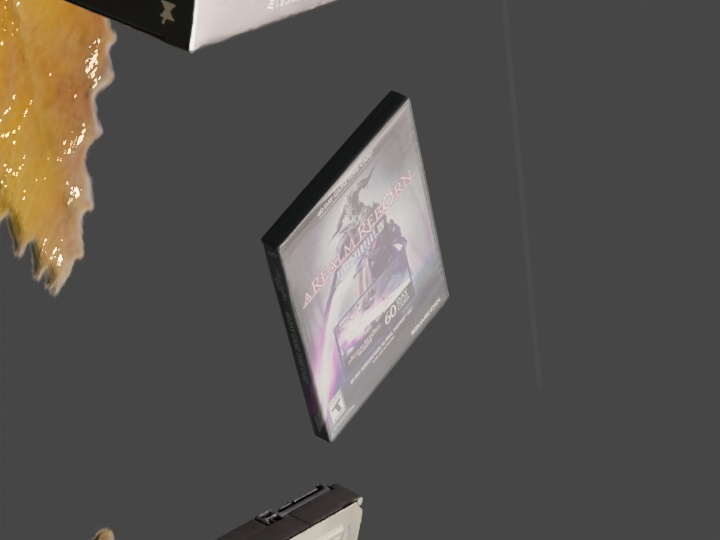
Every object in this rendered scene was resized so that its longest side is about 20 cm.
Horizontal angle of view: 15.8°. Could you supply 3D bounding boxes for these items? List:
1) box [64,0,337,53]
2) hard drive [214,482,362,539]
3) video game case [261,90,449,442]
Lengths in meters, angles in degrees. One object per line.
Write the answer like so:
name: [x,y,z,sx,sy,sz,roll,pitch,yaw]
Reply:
box: [-0.073,-0.197,1.265,0.200,0.148,0.107,-28,134,-50]
hard drive: [-0.063,0.253,1.743,0.140,0.038,0.201,-23,130,-52]
video game case: [0.000,0.000,1.678,0.143,0.019,0.200,-50,149,-28]
